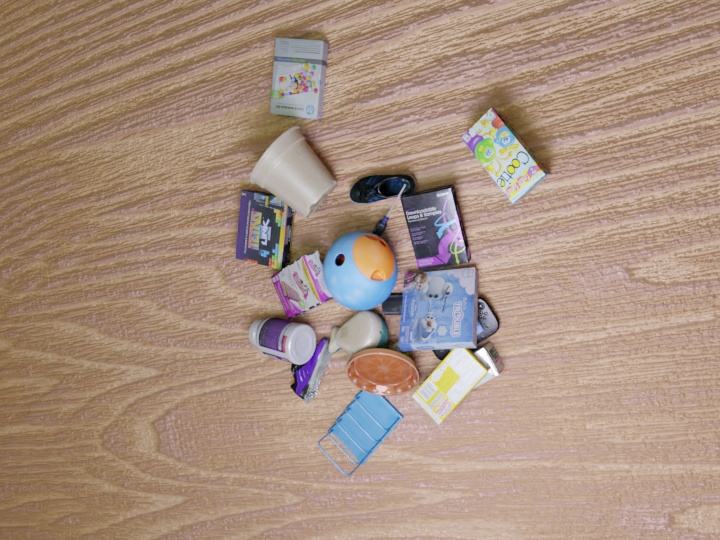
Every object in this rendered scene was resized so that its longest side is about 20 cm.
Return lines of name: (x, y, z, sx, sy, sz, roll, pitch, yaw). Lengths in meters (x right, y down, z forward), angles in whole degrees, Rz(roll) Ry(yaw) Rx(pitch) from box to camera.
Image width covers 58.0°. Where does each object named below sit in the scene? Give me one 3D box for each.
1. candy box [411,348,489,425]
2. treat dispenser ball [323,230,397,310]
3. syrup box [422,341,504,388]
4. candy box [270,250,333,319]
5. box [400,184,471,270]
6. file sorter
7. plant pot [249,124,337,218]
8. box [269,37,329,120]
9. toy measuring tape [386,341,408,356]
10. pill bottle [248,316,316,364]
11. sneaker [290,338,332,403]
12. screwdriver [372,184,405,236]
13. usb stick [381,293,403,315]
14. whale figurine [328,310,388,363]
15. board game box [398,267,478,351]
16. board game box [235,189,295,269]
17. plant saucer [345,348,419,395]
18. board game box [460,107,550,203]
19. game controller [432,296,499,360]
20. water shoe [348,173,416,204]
candy box: (0.226, 0.286, 1.644, 0.102, 0.026, 0.201, 43, 111, 12)
treat dispenser ball: (0.000, 0.000, 1.695, 0.195, 0.200, 0.207, 3, 99, 23)
syrup box: (0.266, 0.270, 1.682, 0.198, 0.078, 0.083, -35, 83, 24)
candy box: (-0.162, 0.044, 1.805, 0.199, 0.060, 0.139, -28, 85, 52)
box: (0.192, -0.107, 1.659, 0.139, 0.036, 0.205, -9, 108, 25)
file sorter: (-0.004, 0.443, 1.803, 0.138, 0.122, 0.202, 42, 111, 12)
plant pot: (-0.168, -0.251, 1.754, 0.183, 0.200, 0.201, 43, 112, 1)
box: (-0.169, -0.526, 1.785, 0.152, 0.041, 0.206, 12, 103, 22)
toy measuring tape: (0.123, 0.219, 1.736, 0.198, 0.073, 0.075, -35, 83, 35)
pill bottle: (-0.229, 0.195, 1.857, 0.196, 0.110, 0.115, 8, 101, 42)
sneaker: (-0.153, 0.276, 1.874, 0.098, 0.069, 0.205, 28, 107, 20)
screwdriver: (0.075, -0.150, 1.694, 0.027, 0.029, 0.201, 27, 139, -4)
usb stick: (0.148, 0.090, 1.735, 0.195, 0.032, 0.057, -3, 83, 24)
whale figurine: (-0.003, 0.186, 1.788, 0.197, 0.102, 0.163, -18, 56, 44)
board game box: (0.199, 0.099, 1.652, 0.194, 0.043, 0.205, -6, 61, 23)
board game box: (-0.275, -0.120, 1.880, 0.161, 0.056, 0.206, 11, 102, 21)
plant saucer: (0.059, 0.265, 1.719, 0.194, 0.033, 0.203, 5, 139, 4)
board game box: (0.348, -0.274, 1.556, 0.103, 0.104, 0.202, -40, 82, 22)
game controller: (0.262, 0.154, 1.689, 0.198, 0.042, 0.106, -35, 83, 25)
water shoe: (0.048, -0.220, 1.710, 0.195, 0.079, 0.074, -10, 93, 25)
